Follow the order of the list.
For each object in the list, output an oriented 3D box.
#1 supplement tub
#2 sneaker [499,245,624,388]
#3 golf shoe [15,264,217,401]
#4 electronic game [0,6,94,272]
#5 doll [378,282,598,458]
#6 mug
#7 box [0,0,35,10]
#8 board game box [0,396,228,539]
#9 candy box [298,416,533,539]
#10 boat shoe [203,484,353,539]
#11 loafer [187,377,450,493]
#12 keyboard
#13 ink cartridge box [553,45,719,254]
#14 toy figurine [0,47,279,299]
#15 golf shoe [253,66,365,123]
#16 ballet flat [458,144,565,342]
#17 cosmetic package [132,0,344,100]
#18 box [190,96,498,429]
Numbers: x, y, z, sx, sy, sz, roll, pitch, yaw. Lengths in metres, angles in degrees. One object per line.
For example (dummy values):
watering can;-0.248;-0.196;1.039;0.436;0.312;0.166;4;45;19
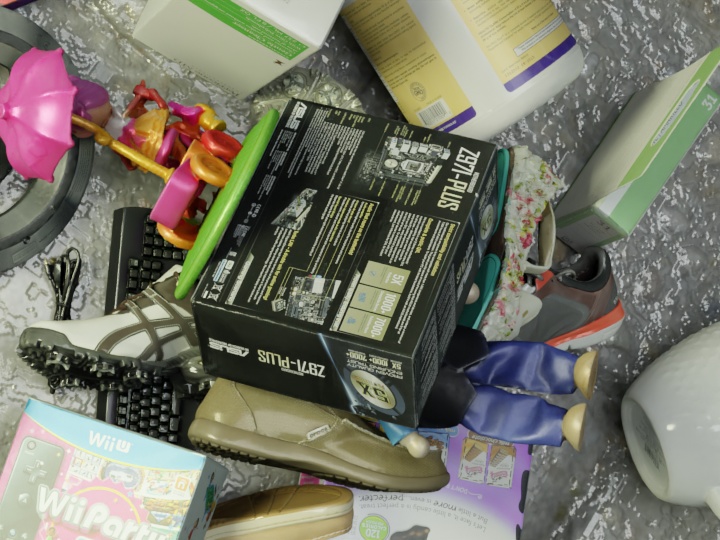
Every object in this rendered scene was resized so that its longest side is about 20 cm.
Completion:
supplement tub;0.065;-0.203;1.649;0.145;0.145;0.201;-35;96;-19
sneaker;0.118;0.031;1.670;0.199;0.077;0.083;-22;119;-31
golf shoe;-0.159;0.042;1.569;0.199;0.078;0.095;8;73;-33
electronic game;-0.287;-0.095;1.557;0.198;0.042;0.202;-3;96;-28
doll;0.067;0.070;1.529;0.198;0.049;0.138;10;69;11
mug;0.313;0.131;1.686;0.174;0.148;0.201;-19;56;-11
box;-0.241;-0.278;1.604;0.199;0.039;0.138;-25;93;-20
board game box;-0.197;0.209;1.515;0.146;0.064;0.202;16;80;17
candy box;0.036;0.193;1.637;0.166;0.071;0.202;13;80;-18
boat shoe;-0.093;0.209;1.568;0.198;0.074;0.070;-15;99;11
loafer;-0.024;0.117;1.547;0.198;0.076;0.068;15;81;-20
keyboard;-0.178;0.052;1.603;0.126;0.021;0.202;6;82;-19
ink cartridge box;0.230;-0.094;1.667;0.048;0.200;0.146;39;73;-9
toy figurine;-0.167;-0.098;1.527;0.183;0.200;0.151;28;113;-6
golf shoe;0.002;-0.080;1.657;0.200;0.097;0.078;40;91;15
ballet flat;0.112;-0.001;1.612;0.064;0.076;0.202;23;68;-18
cosmetic package;-0.085;-0.201;1.566;0.107;0.200;0.085;29;74;-13
box;-0.006;-0.009;1.509;0.162;0.086;0.201;13;53;14
